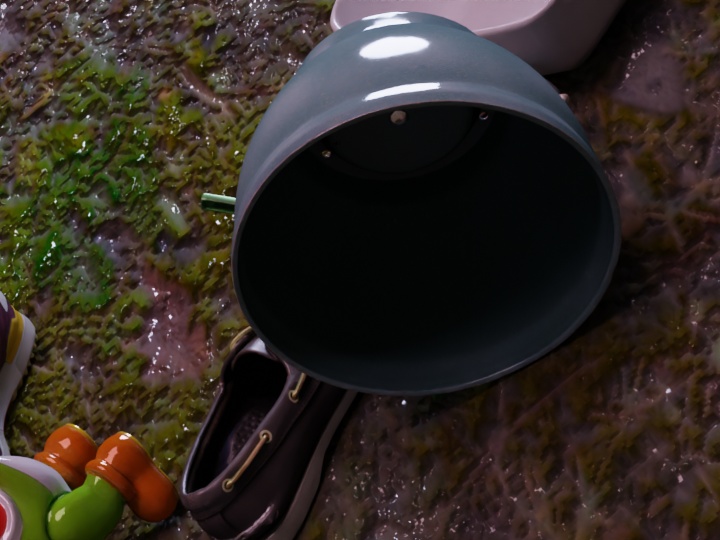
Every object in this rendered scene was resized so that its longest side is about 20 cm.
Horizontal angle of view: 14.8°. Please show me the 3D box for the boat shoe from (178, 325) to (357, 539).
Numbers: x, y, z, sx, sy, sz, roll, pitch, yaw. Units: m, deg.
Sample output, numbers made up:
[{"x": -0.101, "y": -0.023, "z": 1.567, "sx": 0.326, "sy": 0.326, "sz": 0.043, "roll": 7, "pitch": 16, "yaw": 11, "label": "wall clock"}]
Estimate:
[{"x": -0.045, "y": 0.065, "z": 1.538, "sx": 0.072, "sy": 0.061, "sz": 0.201, "roll": -14, "pitch": 43, "yaw": 36, "label": "boat shoe"}]

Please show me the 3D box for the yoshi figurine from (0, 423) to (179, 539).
[{"x": -0.189, "y": 0.184, "z": 1.551, "sx": 0.112, "sy": 0.112, "sz": 0.200, "roll": 36, "pitch": 60, "yaw": 16, "label": "yoshi figurine"}]

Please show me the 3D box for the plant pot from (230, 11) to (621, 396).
[{"x": 0.026, "y": -0.051, "z": 1.458, "sx": 0.200, "sy": 0.200, "sz": 0.134, "roll": -31, "pitch": 39, "yaw": 18, "label": "plant pot"}]

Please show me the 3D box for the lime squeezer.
[{"x": 0.000, "y": 0.000, "z": 1.558, "sx": 0.071, "sy": 0.038, "sz": 0.200, "roll": -42, "pitch": 59, "yaw": -15, "label": "lime squeezer"}]

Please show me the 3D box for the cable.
[{"x": 0.044, "y": -0.058, "z": 1.580, "sx": 0.200, "sy": 0.050, "sz": 0.097, "roll": -10, "pitch": 69, "yaw": 36, "label": "cable"}]

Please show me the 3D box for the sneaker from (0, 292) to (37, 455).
[{"x": -0.262, "y": 0.081, "z": 1.717, "sx": 0.075, "sy": 0.090, "sz": 0.200, "roll": -25, "pitch": 37, "yaw": 24, "label": "sneaker"}]

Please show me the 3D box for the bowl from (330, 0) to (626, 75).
[{"x": 0.097, "y": -0.191, "z": 1.663, "sx": 0.200, "sy": 0.075, "sz": 0.200, "roll": 6, "pitch": 56, "yaw": 48, "label": "bowl"}]
